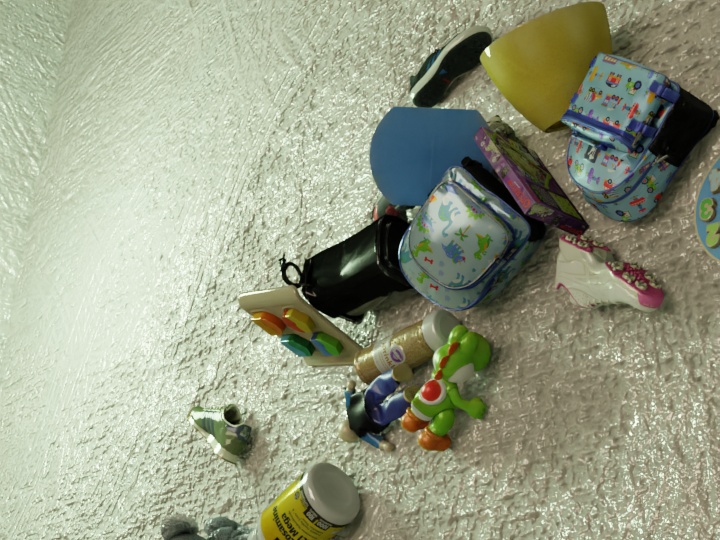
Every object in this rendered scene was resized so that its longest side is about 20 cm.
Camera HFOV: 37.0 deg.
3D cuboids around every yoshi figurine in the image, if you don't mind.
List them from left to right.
[{"bbox_3d":[0.144,0.173,1.653,0.112,0.112,0.201,-76,8,-67],"label":"yoshi figurine"}]

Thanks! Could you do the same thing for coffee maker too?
[{"bbox_3d":[0.000,0.000,1.829,0.200,0.191,0.135,-30,69,44],"label":"coffee maker"}]

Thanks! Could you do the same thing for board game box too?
[{"bbox_3d":[0.113,-0.183,1.718,0.039,0.199,0.159,-93,5,-72],"label":"board game box"},{"bbox_3d":[0.255,-0.136,1.626,0.032,0.120,0.200,-49,39,22],"label":"board game box"}]

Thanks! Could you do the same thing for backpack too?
[{"bbox_3d":[0.155,-0.042,1.651,0.183,0.147,0.200,42,115,19],"label":"backpack"},{"bbox_3d":[0.362,-0.179,1.497,0.201,0.134,0.183,-60,37,13],"label":"backpack"}]

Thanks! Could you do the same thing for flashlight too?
[{"bbox_3d":[0.062,-0.108,1.836,0.200,0.067,0.068,133,126,-76],"label":"flashlight"}]

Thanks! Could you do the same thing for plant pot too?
[{"bbox_3d":[0.297,-0.291,1.618,0.200,0.199,0.143,-26,82,44],"label":"plant pot"}]

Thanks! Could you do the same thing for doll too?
[{"bbox_3d":[0.023,0.236,1.785,0.200,0.048,0.137,-41,71,42],"label":"doll"}]

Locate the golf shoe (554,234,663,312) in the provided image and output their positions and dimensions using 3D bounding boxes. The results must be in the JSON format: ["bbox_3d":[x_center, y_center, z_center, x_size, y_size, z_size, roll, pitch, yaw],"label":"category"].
[{"bbox_3d":[0.340,0.022,1.489,0.200,0.075,0.092,44,123,55],"label":"golf shoe"}]

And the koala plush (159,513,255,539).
[{"bbox_3d":[-0.278,0.517,1.920,0.183,0.199,0.178,-14,61,48],"label":"koala plush"}]

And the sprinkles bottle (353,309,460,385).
[{"bbox_3d":[0.076,0.129,1.769,0.200,0.068,0.069,-30,50,42],"label":"sprinkles bottle"}]

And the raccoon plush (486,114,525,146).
[{"bbox_3d":[0.195,-0.156,1.767,0.134,0.096,0.201,8,95,45],"label":"raccoon plush"}]

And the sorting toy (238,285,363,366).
[{"bbox_3d":[-0.108,0.107,1.919,0.185,0.200,0.037,-8,44,51],"label":"sorting toy"}]

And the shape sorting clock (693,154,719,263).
[{"bbox_3d":[0.503,-0.095,1.347,0.200,0.039,0.201,-28,52,42],"label":"shape sorting clock"}]

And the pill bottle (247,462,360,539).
[{"bbox_3d":[-0.101,0.421,1.812,0.200,0.112,0.113,-46,41,28],"label":"pill bottle"}]

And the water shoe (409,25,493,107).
[{"bbox_3d":[0.153,-0.380,1.930,0.200,0.071,0.079,-42,41,31],"label":"water shoe"}]

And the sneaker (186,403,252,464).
[{"bbox_3d":[-0.274,0.303,2.150,0.090,0.067,0.200,-58,36,2],"label":"sneaker"}]
